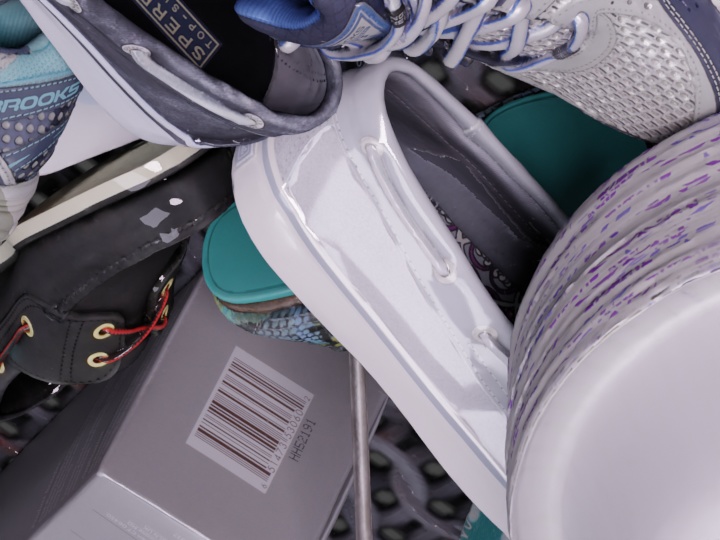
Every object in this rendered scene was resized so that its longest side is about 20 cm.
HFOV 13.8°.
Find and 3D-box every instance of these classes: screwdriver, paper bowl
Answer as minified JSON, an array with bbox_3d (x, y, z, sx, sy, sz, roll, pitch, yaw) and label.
[{"bbox_3d":[0.000,0.000,0.903,0.028,0.029,0.200,3,105,33],"label":"screwdriver"},{"bbox_3d":[0.137,0.058,0.763,0.200,0.104,0.201,1,132,1],"label":"paper bowl"}]

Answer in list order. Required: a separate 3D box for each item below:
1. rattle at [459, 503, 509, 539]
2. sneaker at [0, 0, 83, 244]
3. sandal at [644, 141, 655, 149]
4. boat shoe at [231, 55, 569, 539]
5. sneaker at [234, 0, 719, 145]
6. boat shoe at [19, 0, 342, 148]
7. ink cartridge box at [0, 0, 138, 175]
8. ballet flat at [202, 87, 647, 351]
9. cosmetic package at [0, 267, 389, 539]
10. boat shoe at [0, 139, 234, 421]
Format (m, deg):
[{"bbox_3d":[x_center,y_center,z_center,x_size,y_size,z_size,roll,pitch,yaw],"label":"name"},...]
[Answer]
[{"bbox_3d":[0.013,0.178,1.096,0.130,0.143,0.200,53,142,-6],"label":"rattle"},{"bbox_3d":[-0.158,-0.081,0.792,0.200,0.078,0.086,27,106,-36],"label":"sneaker"},{"bbox_3d":[0.132,0.005,0.849,0.045,0.075,0.200,49,174,44],"label":"sandal"},{"bbox_3d":[0.053,0.017,0.848,0.069,0.072,0.200,-28,108,43],"label":"boat shoe"},{"bbox_3d":[0.008,-0.079,0.736,0.200,0.085,0.077,33,143,-15],"label":"sneaker"},{"bbox_3d":[-0.077,-0.103,0.759,0.068,0.072,0.200,6,143,52],"label":"boat shoe"},{"bbox_3d":[-0.135,-0.085,0.846,0.200,0.047,0.160,-23,138,-12],"label":"ink cartridge box"},{"bbox_3d":[0.045,-0.014,0.925,0.200,0.074,0.074,-8,132,36],"label":"ballet flat"},{"bbox_3d":[-0.082,0.094,1.071,0.090,0.107,0.200,32,142,-9],"label":"cosmetic package"},{"bbox_3d":[-0.084,0.000,0.965,0.063,0.074,0.201,60,149,0],"label":"boat shoe"}]
